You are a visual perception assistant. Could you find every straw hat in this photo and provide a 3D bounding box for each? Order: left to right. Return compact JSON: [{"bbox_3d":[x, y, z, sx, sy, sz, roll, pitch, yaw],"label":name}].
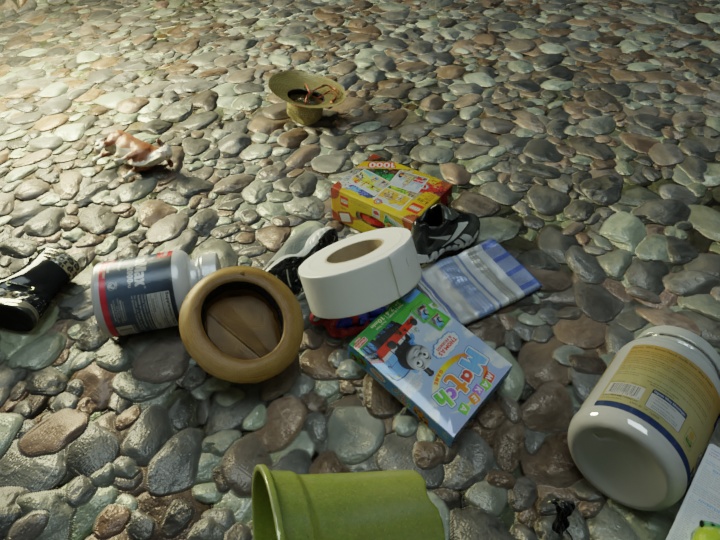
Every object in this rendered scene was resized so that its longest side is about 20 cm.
[{"bbox_3d":[-0.137,-0.412,1.493,0.194,0.087,0.205,8,42,-7],"label":"straw hat"}]

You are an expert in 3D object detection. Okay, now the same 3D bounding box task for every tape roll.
[{"bbox_3d":[0.000,0.000,0.975,0.196,0.073,0.203,-17,16,5],"label":"tape roll"}]

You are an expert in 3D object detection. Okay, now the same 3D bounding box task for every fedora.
[{"bbox_3d":[-0.181,0.092,0.924,0.193,0.083,0.206,4,55,-6],"label":"fedora"}]

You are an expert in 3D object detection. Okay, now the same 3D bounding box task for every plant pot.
[{"bbox_3d":[-0.012,0.296,0.639,0.178,0.205,0.203,-5,40,-19],"label":"plant pot"}]

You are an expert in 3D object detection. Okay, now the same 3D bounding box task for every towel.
[{"bbox_3d":[0.196,0.018,1.041,0.195,0.024,0.148,-21,46,-19],"label":"towel"}]

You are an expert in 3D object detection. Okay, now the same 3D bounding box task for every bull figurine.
[{"bbox_3d":[-0.519,-0.263,1.366,0.196,0.067,0.121,23,45,27],"label":"bull figurine"}]

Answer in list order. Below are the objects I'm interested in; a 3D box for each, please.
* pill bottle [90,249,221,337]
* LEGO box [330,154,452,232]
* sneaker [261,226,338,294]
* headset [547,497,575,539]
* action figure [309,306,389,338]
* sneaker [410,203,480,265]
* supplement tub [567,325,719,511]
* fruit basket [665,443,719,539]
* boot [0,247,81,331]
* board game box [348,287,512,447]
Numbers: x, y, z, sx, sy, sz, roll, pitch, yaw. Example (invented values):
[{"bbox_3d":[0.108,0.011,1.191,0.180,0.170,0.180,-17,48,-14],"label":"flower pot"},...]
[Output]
[{"bbox_3d":[-0.326,0.032,0.987,0.193,0.122,0.121,-10,41,-8],"label":"pill bottle"},{"bbox_3d":[0.061,-0.134,1.177,0.196,0.079,0.149,25,49,28],"label":"LEGO box"},{"bbox_3d":[-0.121,-0.016,1.072,0.077,0.076,0.199,14,38,33],"label":"sneaker"},{"bbox_3d":[0.167,0.333,0.639,0.198,0.096,0.122,-34,50,-30],"label":"headset"},{"bbox_3d":[0.013,0.075,0.974,0.192,0.053,0.067,-4,46,2],"label":"action figure"},{"bbox_3d":[0.157,-0.082,1.089,0.197,0.093,0.066,-25,41,-37],"label":"sneaker"},{"bbox_3d":[0.366,0.178,0.759,0.142,0.148,0.199,29,51,32],"label":"supplement tub"},{"bbox_3d":[0.423,0.315,0.633,0.182,0.096,0.200,28,55,30],"label":"fruit basket"},{"bbox_3d":[-0.613,0.021,1.056,0.196,0.075,0.156,12,41,10],"label":"boot"},{"bbox_3d":[0.101,0.131,0.880,0.198,0.037,0.150,38,59,22],"label":"board game box"}]
